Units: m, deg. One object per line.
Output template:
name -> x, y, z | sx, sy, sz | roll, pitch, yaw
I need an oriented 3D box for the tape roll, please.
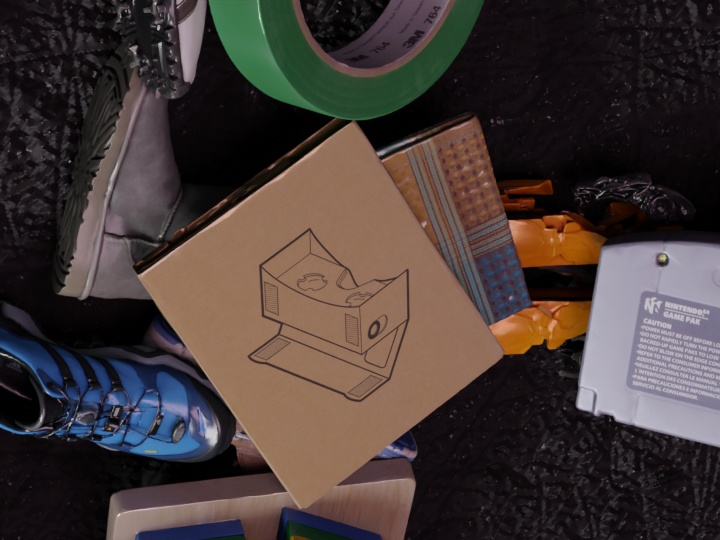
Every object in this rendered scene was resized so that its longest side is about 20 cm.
tape roll -> -0.003, -0.191, 1.568 | 0.200, 0.048, 0.202 | -18, 116, -41

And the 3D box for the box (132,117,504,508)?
box -> -0.022, 0.026, 1.636 | 0.163, 0.021, 0.200 | -36, 118, -5

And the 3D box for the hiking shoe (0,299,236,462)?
hiking shoe -> -0.176, 0.083, 1.640 | 0.199, 0.087, 0.075 | 17, 117, -2

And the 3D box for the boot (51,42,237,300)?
boot -> -0.078, -0.043, 1.653 | 0.199, 0.073, 0.183 | 10, 115, -19

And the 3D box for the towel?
towel -> 0.000, 0.000, 1.659 | 0.199, 0.022, 0.147 | -24, 118, -11

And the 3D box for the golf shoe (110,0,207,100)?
golf shoe -> -0.096, -0.200, 1.549 | 0.094, 0.078, 0.201 | -8, 101, -30

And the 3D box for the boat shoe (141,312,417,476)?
boat shoe -> -0.060, 0.094, 1.730 | 0.199, 0.072, 0.073 | 25, 110, -16

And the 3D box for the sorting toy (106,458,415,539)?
sorting toy -> -0.066, 0.222, 1.745 | 0.197, 0.070, 0.201 | -5, 137, -16

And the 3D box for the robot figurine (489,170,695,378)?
robot figurine -> 0.126, -0.001, 1.746 | 0.199, 0.058, 0.146 | -1, 115, -17

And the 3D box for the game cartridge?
game cartridge -> 0.242, 0.047, 1.692 | 0.199, 0.041, 0.134 | 14, 111, 16
